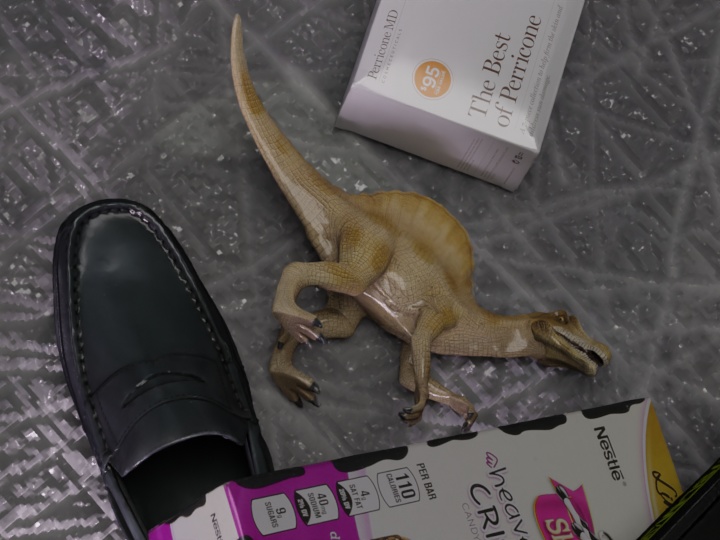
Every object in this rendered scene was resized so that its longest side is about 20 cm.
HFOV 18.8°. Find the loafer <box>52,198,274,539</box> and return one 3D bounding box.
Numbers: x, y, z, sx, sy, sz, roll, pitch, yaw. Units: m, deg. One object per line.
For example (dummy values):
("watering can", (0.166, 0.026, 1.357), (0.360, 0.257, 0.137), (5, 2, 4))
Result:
("loafer", (-0.066, 0.062, 0.808), (0.068, 0.070, 0.202), (-16, 76, -14))

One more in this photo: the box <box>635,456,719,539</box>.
("box", (0.187, 0.152, 0.788), (0.200, 0.047, 0.193), (53, 46, 4))

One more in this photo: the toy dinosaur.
("toy dinosaur", (0.000, 0.000, 0.856), (0.200, 0.058, 0.101), (38, 56, -4))

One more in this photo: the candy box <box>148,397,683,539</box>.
("candy box", (0.038, 0.130, 0.769), (0.199, 0.061, 0.137), (-8, 73, -38))

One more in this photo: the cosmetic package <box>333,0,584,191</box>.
("cosmetic package", (0.059, -0.142, 0.901), (0.082, 0.051, 0.201), (18, 71, -2))
